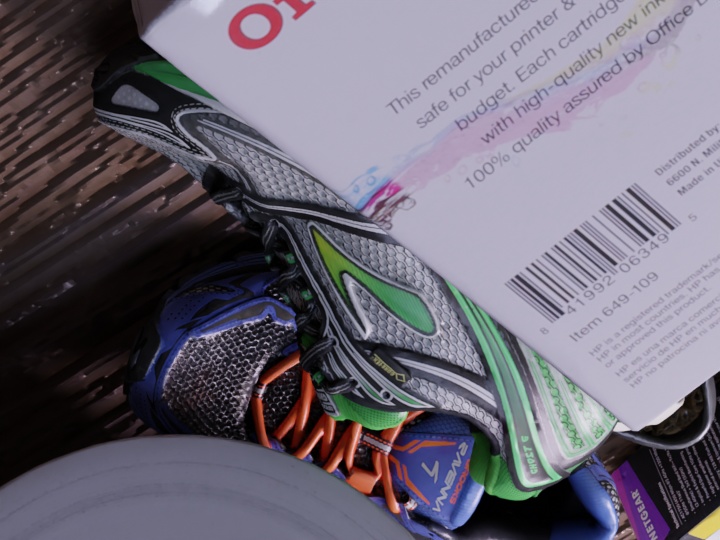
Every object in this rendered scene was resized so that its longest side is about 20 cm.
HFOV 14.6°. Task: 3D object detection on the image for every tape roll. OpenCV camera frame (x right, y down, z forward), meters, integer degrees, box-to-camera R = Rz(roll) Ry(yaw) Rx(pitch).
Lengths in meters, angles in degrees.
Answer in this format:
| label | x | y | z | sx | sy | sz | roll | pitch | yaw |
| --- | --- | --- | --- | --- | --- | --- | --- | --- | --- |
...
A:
| label | x | y | z | sx | sy | sz | roll | pitch | yaw |
| --- | --- | --- | --- | --- | --- | --- | --- | --- | --- |
| tape roll | -0.058 | 0.165 | 0.903 | 0.202 | 0.204 | 0.139 | -16 | 166 | -7 |

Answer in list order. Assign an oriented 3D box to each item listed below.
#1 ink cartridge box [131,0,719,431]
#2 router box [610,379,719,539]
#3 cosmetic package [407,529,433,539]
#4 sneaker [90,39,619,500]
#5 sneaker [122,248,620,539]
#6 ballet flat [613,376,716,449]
| label | x | y | z | sx | sy | sz | roll | pitch | yaw |
| --- | --- | --- | --- | --- | --- | --- | --- | --- | --- |
| ink cartridge box | 0.050 | -0.092 | 0.737 | 0.147 | 0.146 | 0.200 | -38 | 127 | 19 |
| router box | 0.217 | 0.078 | 1.101 | 0.199 | 0.051 | 0.149 | 23 | 125 | -41 |
| cosmetic package | -0.028 | 0.150 | 1.042 | 0.199 | 0.088 | 0.104 | -17 | 142 | -6 |
| sneaker | 0.000 | 0.000 | 0.843 | 0.200 | 0.078 | 0.085 | 36 | 93 | -15 |
| sneaker | 0.012 | 0.049 | 0.937 | 0.199 | 0.078 | 0.076 | 16 | 103 | -33 |
| ballet flat | 0.061 | 0.008 | 0.939 | 0.068 | 0.069 | 0.200 | -41 | 137 | 20 |
